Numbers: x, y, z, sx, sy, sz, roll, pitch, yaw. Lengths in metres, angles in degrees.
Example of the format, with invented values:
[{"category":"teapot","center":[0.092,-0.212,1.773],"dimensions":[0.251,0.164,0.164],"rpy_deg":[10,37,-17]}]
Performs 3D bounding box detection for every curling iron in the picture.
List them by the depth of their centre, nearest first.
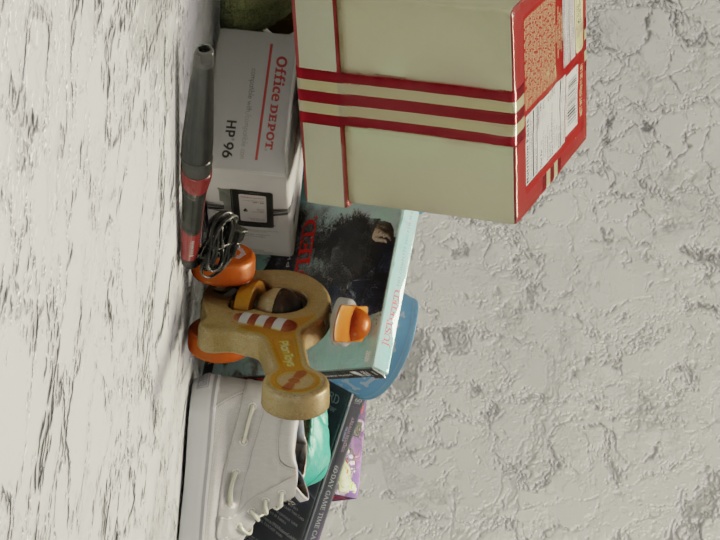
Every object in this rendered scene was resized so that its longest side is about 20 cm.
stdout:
[{"category":"curling iron","center":[-0.103,-0.072,1.454],"dimensions":[0.050,0.026,0.200],"rpy_deg":[-39,147,-31]}]

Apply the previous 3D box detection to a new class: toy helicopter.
[{"category":"toy helicopter","center":[-0.047,0.051,1.539],"dimensions":[0.200,0.132,0.079],"rpy_deg":[-112,-155,-63]}]

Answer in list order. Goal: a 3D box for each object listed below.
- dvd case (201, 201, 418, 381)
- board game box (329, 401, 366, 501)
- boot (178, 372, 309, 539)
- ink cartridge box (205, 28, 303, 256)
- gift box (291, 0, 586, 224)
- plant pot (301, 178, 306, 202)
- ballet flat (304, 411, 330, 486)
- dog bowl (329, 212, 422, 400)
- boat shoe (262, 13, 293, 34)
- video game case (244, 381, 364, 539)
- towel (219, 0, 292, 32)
[{"category":"dvd case","center":[-0.040,0.015,1.694],"dimensions":[0.200,0.022,0.147],"rpy_deg":[-6,-114,48]},{"category":"board game box","center":[-0.062,0.144,1.910],"dimensions":[0.200,0.032,0.121],"rpy_deg":[-13,-117,55]},{"category":"boot","center":[-0.088,0.179,1.700],"dimensions":[0.074,0.095,0.201],"rpy_deg":[-80,176,-70]},{"category":"ink cartridge box","center":[-0.078,-0.101,1.633],"dimensions":[0.200,0.068,0.117],"rpy_deg":[93,3,-68]},{"category":"gift box","center":[0.055,-0.144,1.569],"dimensions":[0.200,0.186,0.185],"rpy_deg":[-43,136,-59]},{"category":"plant pot","center":[-0.045,-0.037,1.921],"dimensions":[0.142,0.141,0.201],"rpy_deg":[-83,172,-50]},{"category":"ballet flat","center":[-0.060,0.078,1.766],"dimensions":[0.070,0.067,0.201],"rpy_deg":[-10,96,-64]},{"category":"dog bowl","center":[0.000,0.000,1.729],"dimensions":[0.111,0.049,0.201],"rpy_deg":[-32,-133,55]},{"category":"boat shoe","center":[-0.064,-0.194,1.750],"dimensions":[0.086,0.074,0.202],"rpy_deg":[-84,176,-47]},{"category":"video game case","center":[-0.065,0.175,1.862],"dimensions":[0.143,0.019,0.201],"rpy_deg":[26,-81,57]},{"category":"towel","center":[-0.023,-0.254,1.597],"dimensions":[0.037,0.200,0.149],"rpy_deg":[49,-17,18]}]
